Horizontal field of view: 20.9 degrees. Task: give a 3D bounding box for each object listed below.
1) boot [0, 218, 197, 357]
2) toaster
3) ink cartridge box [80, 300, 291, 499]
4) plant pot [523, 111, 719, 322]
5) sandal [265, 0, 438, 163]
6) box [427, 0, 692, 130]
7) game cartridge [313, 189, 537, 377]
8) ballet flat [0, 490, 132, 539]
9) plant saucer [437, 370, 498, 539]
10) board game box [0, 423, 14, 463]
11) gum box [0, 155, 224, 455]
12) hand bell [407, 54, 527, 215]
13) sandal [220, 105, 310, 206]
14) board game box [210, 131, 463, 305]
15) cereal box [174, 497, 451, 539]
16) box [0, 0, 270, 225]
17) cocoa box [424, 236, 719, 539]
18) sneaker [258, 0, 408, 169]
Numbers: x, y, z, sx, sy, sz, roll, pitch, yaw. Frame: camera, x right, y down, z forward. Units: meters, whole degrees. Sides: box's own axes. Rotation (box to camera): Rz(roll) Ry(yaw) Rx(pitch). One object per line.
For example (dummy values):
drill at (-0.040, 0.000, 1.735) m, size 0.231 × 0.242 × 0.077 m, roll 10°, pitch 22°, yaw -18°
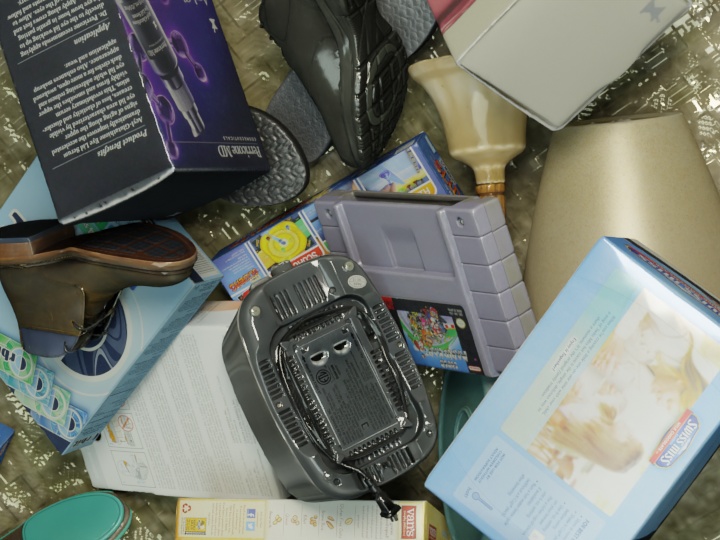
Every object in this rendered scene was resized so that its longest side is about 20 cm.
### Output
boot at (-0.191, 0.018, 1.445) m, size 0.199 × 0.075 × 0.098 m, roll 6°, pitch 111°, yaw 40°
toaster at (-0.024, 0.091, 1.433) m, size 0.113 × 0.129 × 0.201 m, roll -26°, pitch 87°, yaw -18°
ink cartridge box at (-0.151, 0.105, 1.577) m, size 0.199 × 0.050 × 0.163 m, roll 2°, pitch 117°, yaw 35°
plant pot at (0.194, -0.008, 1.397) m, size 0.186 × 0.187 × 0.202 m, roll -4°, pitch 97°, yaw 14°
sandal at (-0.005, -0.165, 1.451) m, size 0.076 × 0.043 × 0.200 m, roll 45°, pitch 123°, yaw 1°
box at (0.111, -0.216, 1.302) m, size 0.109 × 0.201 × 0.128 m, roll 28°, pitch 119°, yaw -38°
game cartridge at (0.046, 0.008, 1.399) m, size 0.199 × 0.038 × 0.131 m, roll 6°, pitch 114°, yaw 56°
ballet flat at (-0.275, 0.248, 1.646) m, size 0.199 × 0.068 × 0.071 m, roll -26°, pitch 142°, yaw 3°
plant saucer at (0.088, 0.134, 1.452) m, size 0.027 × 0.200 × 0.202 m, roll -1°, pitch 112°, yaw -11°
board game box at (-0.398, 0.190, 1.665) m, size 0.151 × 0.045 × 0.201 m, roll 26°, pitch 115°, yaw 2°
gum box at (-0.221, 0.014, 1.523) m, size 0.170 × 0.044 × 0.200 m, roll 48°, pitch 118°, yaw 15°
hand bell at (0.094, -0.051, 1.395) m, size 0.103 × 0.104 × 0.202 m, roll -6°, pitch 87°, yaw 15°
sandal at (-0.120, -0.096, 1.494) m, size 0.199 × 0.045 × 0.076 m, roll 10°, pitch 105°, yaw 30°
board game box at (0.000, 0.000, 1.508) m, size 0.199 × 0.034 × 0.136 m, roll -28°, pitch 101°, yaw 21°
cereal box at (-0.031, 0.207, 1.539) m, size 0.198 × 0.144 × 0.040 m, roll 0°, pitch 75°, yaw 14°
box at (-0.168, -0.142, 1.401) m, size 0.104 × 0.148 × 0.201 m, roll -23°, pitch 85°, yaw 24°
cocoa box at (0.159, 0.094, 1.256) m, size 0.133 × 0.131 × 0.201 m, roll 38°, pitch 100°, yaw 14°
sneaker at (-0.024, -0.167, 1.388) m, size 0.090 × 0.076 × 0.201 m, roll 7°, pitch 123°, yaw 31°
